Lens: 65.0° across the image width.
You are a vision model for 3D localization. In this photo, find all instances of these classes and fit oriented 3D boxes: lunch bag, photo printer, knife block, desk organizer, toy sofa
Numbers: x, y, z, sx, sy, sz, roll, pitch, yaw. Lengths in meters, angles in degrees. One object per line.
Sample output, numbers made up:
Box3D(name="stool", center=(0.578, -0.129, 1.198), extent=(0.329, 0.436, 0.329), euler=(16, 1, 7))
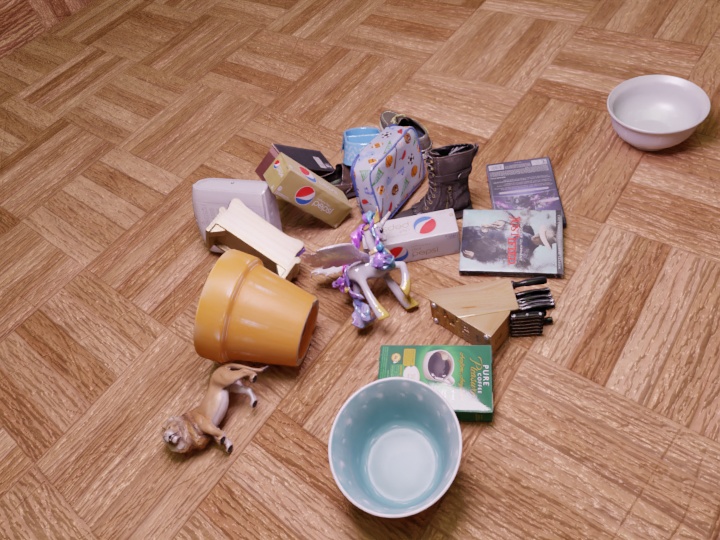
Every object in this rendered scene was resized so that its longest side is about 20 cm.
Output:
Box3D(name="lunch bag", center=(0.060, -0.205, 1.224), extent=(0.074, 0.163, 0.200), euler=(19, 53, 36))
Box3D(name="photo printer", center=(-0.271, -0.115, 1.227), extent=(0.194, 0.170, 0.070), euler=(6, 33, 19))
Box3D(name="knife block", center=(0.244, 0.055, 1.021), extent=(0.198, 0.065, 0.175), euler=(30, 63, 33))
Box3D(name="desk organizer", center=(-0.145, -0.229, 1.294), extent=(0.077, 0.199, 0.072), euler=(-46, 75, 24))
Box3D(name="toy sofa", center=(-0.213, -0.048, 1.157), extent=(0.197, 0.083, 0.099), euler=(33, 62, 2))

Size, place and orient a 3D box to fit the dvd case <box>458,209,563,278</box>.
Box3D(name="dvd case", center=(0.296, -0.055, 1.113), extent=(0.194, 0.022, 0.149), euler=(3, 61, 15))

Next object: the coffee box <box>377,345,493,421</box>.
Box3D(name="coffee box", center=(0.125, 0.188, 0.953), extent=(0.194, 0.044, 0.125), euler=(-3, 51, 12))

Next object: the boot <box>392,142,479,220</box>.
Box3D(name="boot", center=(0.149, -0.175, 1.160), extent=(0.195, 0.176, 0.070), euler=(-19, 48, -2))

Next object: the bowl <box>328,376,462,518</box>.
Box3D(name="bowl", center=(0.058, 0.278, 0.852), extent=(0.195, 0.106, 0.205), euler=(-7, 53, 9))

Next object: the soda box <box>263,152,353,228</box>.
Box3D(name="soda box", center=(-0.108, -0.166, 1.203), extent=(0.064, 0.198, 0.068), euler=(-46, 48, 17))

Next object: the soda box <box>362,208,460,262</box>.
Box3D(name="soda box", center=(0.102, -0.065, 1.156), extent=(0.194, 0.064, 0.069), euler=(-10, 49, 5))

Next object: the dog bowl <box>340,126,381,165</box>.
Box3D(name="dog bowl", center=(0.008, -0.294, 1.327), extent=(0.108, 0.051, 0.201), euler=(-5, 26, -3))

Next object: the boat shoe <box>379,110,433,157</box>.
Box3D(name="boat shoe", center=(0.109, -0.349, 1.391), extent=(0.071, 0.061, 0.202), euler=(-30, 50, -12))

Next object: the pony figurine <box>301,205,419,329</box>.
Box3D(name="pony figurine", center=(0.000, 0.000, 1.064), extent=(0.189, 0.167, 0.205), euler=(-22, 83, -4))

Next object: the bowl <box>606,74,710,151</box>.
Box3D(name="bowl", center=(0.632, -0.325, 1.219), extent=(0.195, 0.091, 0.205), euler=(-7, 50, 9))

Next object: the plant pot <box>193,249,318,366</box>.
Box3D(name="plant pot", center=(-0.178, 0.085, 1.033), extent=(0.178, 0.202, 0.204), euler=(16, 54, 6))

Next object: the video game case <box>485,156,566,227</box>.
Box3D(name="video game case", center=(0.348, -0.162, 1.204), extent=(0.138, 0.019, 0.204), euler=(-6, 51, 10))

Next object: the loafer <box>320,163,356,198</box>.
Box3D(name="loafer", center=(-0.025, -0.213, 1.305), extent=(0.197, 0.072, 0.073), euler=(-29, 50, -10))

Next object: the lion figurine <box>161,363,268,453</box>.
Box3D(name="lion figurine", center=(-0.253, 0.232, 0.984), extent=(0.120, 0.073, 0.202), euler=(21, 66, 27))
